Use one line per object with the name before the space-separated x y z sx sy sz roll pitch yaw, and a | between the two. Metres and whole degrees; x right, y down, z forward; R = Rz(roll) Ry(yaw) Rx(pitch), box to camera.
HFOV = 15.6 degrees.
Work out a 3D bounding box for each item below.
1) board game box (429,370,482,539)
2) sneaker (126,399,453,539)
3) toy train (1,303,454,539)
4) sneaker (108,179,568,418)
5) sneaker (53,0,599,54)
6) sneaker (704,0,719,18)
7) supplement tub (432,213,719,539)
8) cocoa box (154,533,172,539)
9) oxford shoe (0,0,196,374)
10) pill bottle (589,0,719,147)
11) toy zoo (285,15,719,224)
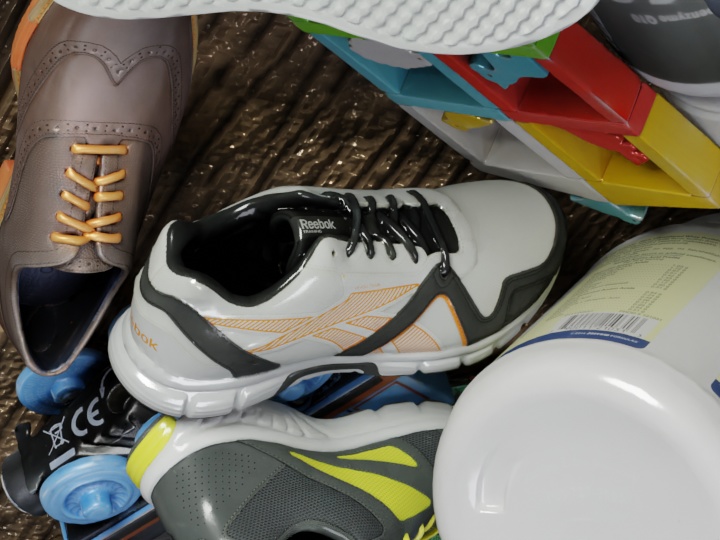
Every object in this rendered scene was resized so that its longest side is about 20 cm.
board game box | 0.106 0.092 1.245 0.199 0.023 0.105 -7 104 -8
sneaker | -0.007 0.106 1.100 0.199 0.085 0.075 5 139 -38
toy train | -0.061 0.059 1.154 0.200 0.087 0.114 -33 143 20
sneaker | 0.000 0.000 1.042 0.199 0.074 0.080 -17 147 -25
sneaker | -0.008 -0.136 0.910 0.200 0.114 0.073 8 124 7
sneaker | 0.213 -0.126 0.886 0.199 0.082 0.070 -28 136 -8
supplement tub | 0.131 0.066 1.106 0.145 0.145 0.200 -48 174 34
cocoa box | -0.107 0.214 1.278 0.199 0.134 0.131 -14 141 1
oxford shoe | -0.101 -0.041 1.020 0.071 0.073 0.200 1 138 -18
pill bottle | 0.123 -0.136 0.958 0.114 0.114 0.200 -26 139 13
toy zoo | 0.058 -0.070 1.023 0.131 0.021 0.200 11 162 45
